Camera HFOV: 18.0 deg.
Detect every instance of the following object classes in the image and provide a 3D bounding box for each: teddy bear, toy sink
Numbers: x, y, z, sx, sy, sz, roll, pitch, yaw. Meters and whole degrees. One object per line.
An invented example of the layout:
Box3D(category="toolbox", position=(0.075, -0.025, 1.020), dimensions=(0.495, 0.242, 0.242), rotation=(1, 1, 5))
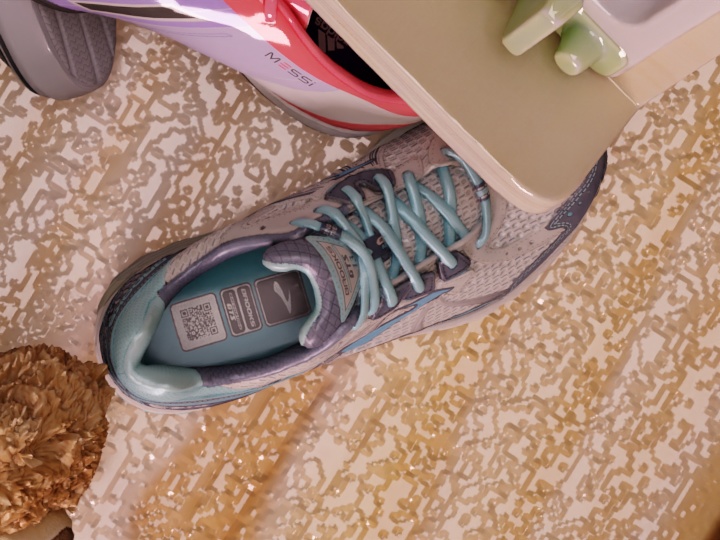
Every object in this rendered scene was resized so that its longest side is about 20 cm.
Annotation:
Box3D(category="teddy bear", position=(-0.170, 0.092, 0.769), dimensions=(0.199, 0.145, 0.067), rotation=(-19, 71, 1))
Box3D(category="toy sink", position=(0.090, -0.140, 0.738), dimensions=(0.130, 0.112, 0.200), rotation=(44, 64, -7))

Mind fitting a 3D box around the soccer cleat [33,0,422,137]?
Box3D(category="soccer cleat", position=(-0.050, -0.104, 0.761), dimensions=(0.199, 0.073, 0.069), rotation=(27, 75, -28))

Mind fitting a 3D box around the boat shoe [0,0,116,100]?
Box3D(category="boat shoe", position=(-0.148, -0.150, 0.798), dimensions=(0.070, 0.072, 0.201), rotation=(-18, 99, 24))

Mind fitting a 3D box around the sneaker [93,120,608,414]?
Box3D(category="sneaker", position=(0.000, 0.000, 0.798), dimensions=(0.199, 0.086, 0.078), rotation=(-28, 94, 0))
